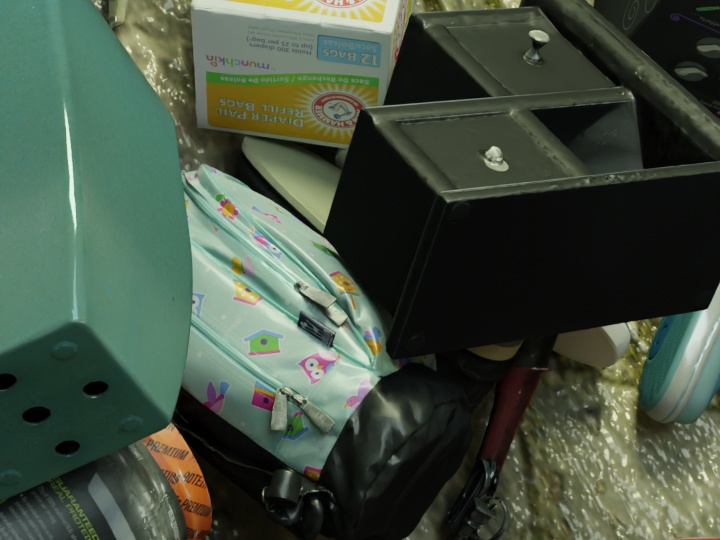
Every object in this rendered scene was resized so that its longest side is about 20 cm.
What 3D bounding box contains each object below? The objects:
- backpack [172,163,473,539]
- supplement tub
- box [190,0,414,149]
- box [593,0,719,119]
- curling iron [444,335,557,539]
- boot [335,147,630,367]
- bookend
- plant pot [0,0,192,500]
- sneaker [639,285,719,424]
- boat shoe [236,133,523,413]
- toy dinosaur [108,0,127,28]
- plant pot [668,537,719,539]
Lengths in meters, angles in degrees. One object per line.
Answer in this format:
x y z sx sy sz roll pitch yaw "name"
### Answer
-0.043 0.043 1.016 0.200 0.167 0.127 39 84 16 "backpack"
-0.175 0.139 0.942 0.200 0.123 0.123 -33 80 -30 "supplement tub"
-0.023 -0.177 1.140 0.112 0.101 0.200 9 54 4 "box"
0.221 -0.176 1.202 0.106 0.200 0.122 20 60 -10 "box"
0.091 0.058 1.088 0.026 0.050 0.200 23 84 -16 "curling iron"
0.089 -0.037 1.157 0.200 0.073 0.090 39 64 2 "boot"
0.059 -0.062 1.012 0.198 0.092 0.200 -7 40 -33 "bookend"
-0.156 -0.012 0.904 0.141 0.141 0.200 -25 50 7 "plant pot"
0.251 0.032 1.184 0.130 0.080 0.200 33 59 -2 "sneaker"
-0.002 0.000 1.106 0.201 0.063 0.074 43 29 20 "boat shoe"
-0.155 -0.238 1.181 0.088 0.047 0.200 -28 77 -15 "toy dinosaur"
0.171 0.245 0.986 0.200 0.200 0.183 22 51 -10 "plant pot"
